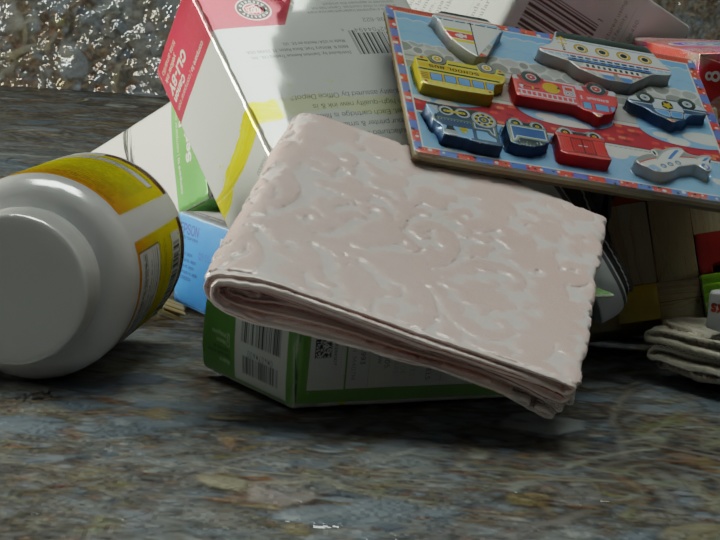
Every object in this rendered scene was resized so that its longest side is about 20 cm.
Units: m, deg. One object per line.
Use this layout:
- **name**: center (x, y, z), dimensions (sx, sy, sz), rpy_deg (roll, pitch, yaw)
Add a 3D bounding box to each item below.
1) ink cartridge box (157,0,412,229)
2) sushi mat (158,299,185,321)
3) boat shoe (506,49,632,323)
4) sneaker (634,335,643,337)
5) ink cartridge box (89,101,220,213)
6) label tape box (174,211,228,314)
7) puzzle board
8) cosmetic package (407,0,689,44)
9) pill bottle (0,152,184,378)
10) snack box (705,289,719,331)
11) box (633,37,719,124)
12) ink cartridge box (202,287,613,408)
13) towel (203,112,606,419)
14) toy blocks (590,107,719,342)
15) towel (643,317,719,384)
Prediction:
- **ink cartridge box**: center (-0.017, -0.078, 1.354), dimensions (0.145, 0.083, 0.200), rpy_deg (-5, 52, -29)
- **sushi mat**: center (-0.205, -0.013, 1.396), dimensions (0.200, 0.012, 0.096), rpy_deg (22, -1, -24)
- **boat shoe**: center (0.119, -0.058, 1.341), dimensions (0.066, 0.070, 0.200), rpy_deg (-25, 52, -4)
- **sneaker**: center (0.120, -0.002, 1.502), dimensions (0.200, 0.074, 0.082), rpy_deg (29, -25, 24)
- **ink cartridge box**: center (-0.088, -0.064, 1.573), dimensions (0.146, 0.084, 0.200), rpy_deg (0, -11, -31)
- **label tape box**: center (0.000, 0.000, 1.450), dimensions (0.200, 0.063, 0.144), rpy_deg (-1, 10, -27)
- **puzzle board**: center (0.117, -0.098, 1.320), dimensions (0.200, 0.017, 0.151), rpy_deg (9, 38, -15)
- **cosmetic package**: center (0.098, -0.165, 1.695), dimensions (0.165, 0.165, 0.200), rpy_deg (27, 3, -38)
- **pill bottle**: center (-0.164, -0.003, 1.240), dimensions (0.109, 0.109, 0.200), rpy_deg (4, 8, 5)
- **snack box**: center (0.295, 0.026, 1.298), dimensions (0.200, 0.024, 0.072), rpy_deg (0, 10, -35)
- **box**: center (0.248, -0.104, 1.549), dimensions (0.095, 0.103, 0.200), rpy_deg (2, 9, -6)
- **ink cartridge box**: center (0.026, 0.032, 1.244), dimensions (0.200, 0.059, 0.104), rpy_deg (-2, 12, -31)
- **towel**: center (0.030, -0.006, 1.186), dimensions (0.191, 0.032, 0.200), rpy_deg (19, 28, 2)
- **toy blocks**: center (0.201, -0.035, 1.392), dimensions (0.200, 0.137, 0.100), rpy_deg (-8, -9, 8)
- **towel**: center (0.273, 0.051, 1.317), dimensions (0.200, 0.035, 0.132), rpy_deg (-1, 11, -36)
